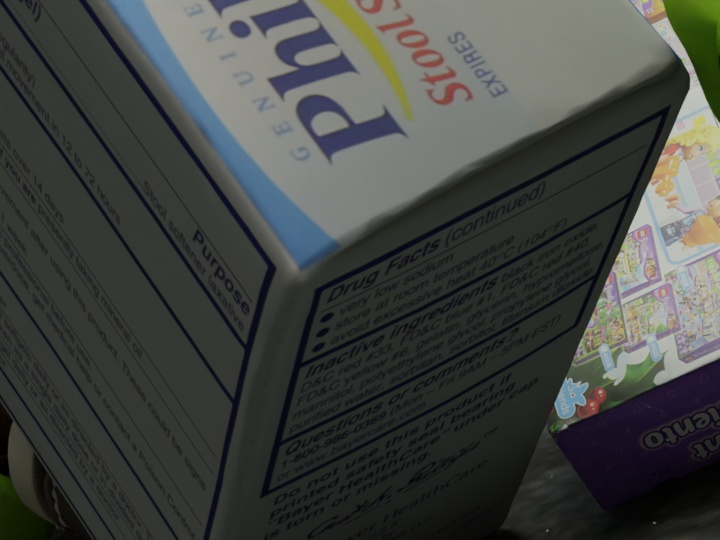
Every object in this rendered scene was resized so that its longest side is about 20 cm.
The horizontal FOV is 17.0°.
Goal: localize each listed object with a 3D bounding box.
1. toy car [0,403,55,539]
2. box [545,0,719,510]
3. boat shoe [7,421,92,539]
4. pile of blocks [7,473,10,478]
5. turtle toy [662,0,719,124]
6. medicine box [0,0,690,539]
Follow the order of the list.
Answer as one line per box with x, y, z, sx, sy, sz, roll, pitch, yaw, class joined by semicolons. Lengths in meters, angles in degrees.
-0.169;-0.020;0.733;0.157;0.199;0.165;3;66;59;toy car
0.099;-0.044;0.659;0.136;0.039;0.201;-25;43;13;box
-0.004;0.028;0.704;0.199;0.072;0.059;-23;30;-31;boat shoe
-0.077;0.010;0.890;0.082;0.063;0.200;-8;18;43;pile of blocks
0.153;-0.035;0.495;0.101;0.199;0.146;-45;30;31;turtle toy
-0.036;-0.031;0.567;0.102;0.183;0.201;-26;-25;-25;medicine box
